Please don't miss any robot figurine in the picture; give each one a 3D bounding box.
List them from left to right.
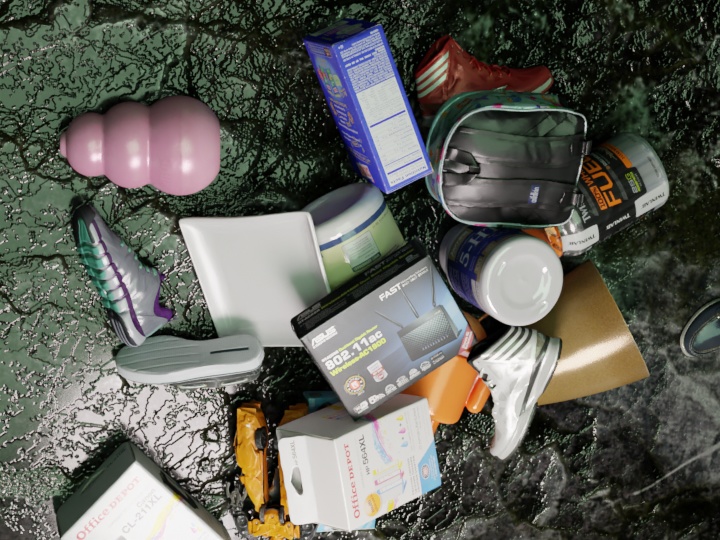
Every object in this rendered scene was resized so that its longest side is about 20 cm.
[{"bbox_3d":[-0.116,0.285,1.675,0.143,0.058,0.203,2,103,15],"label":"robot figurine"},{"bbox_3d":[0.108,0.136,1.705,0.116,0.143,0.202,18,97,-45],"label":"robot figurine"}]

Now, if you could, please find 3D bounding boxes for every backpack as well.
[{"bbox_3d":[0.182,-0.151,1.588,0.197,0.151,0.180,-3,116,-19],"label":"backpack"}]

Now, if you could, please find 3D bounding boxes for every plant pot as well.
[{"bbox_3d":[0.285,0.111,1.740,0.198,0.187,0.188,-27,109,7],"label":"plant pot"}]

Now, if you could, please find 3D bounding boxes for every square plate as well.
[{"bbox_3d":[-0.124,0.011,1.580,0.197,0.029,0.200,-1,120,27],"label":"square plate"}]

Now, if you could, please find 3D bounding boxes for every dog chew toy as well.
[{"bbox_3d":[-0.277,-0.158,1.516,0.197,0.125,0.126,-1,102,-10],"label":"dog chew toy"}]

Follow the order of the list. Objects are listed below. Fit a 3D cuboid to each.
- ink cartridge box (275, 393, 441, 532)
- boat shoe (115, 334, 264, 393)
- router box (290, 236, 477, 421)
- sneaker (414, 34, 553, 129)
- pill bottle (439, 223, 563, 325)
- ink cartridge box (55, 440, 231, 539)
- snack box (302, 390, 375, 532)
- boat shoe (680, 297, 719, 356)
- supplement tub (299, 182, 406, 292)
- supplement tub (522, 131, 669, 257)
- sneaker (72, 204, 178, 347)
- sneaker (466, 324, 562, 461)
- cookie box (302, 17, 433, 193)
[{"bbox_3d":[-0.011,0.254,1.603,0.199,0.124,0.130,-19,103,-41],"label":"ink cartridge box"},{"bbox_3d":[-0.227,0.134,1.616,0.197,0.073,0.071,-1,135,-3],"label":"boat shoe"},{"bbox_3d":[0.032,0.076,1.541,0.199,0.062,0.151,-33,118,0],"label":"router box"},{"bbox_3d":[0.167,-0.276,1.657,0.198,0.078,0.117,-21,109,-14],"label":"sneaker"},{"bbox_3d":[0.183,-0.005,1.653,0.118,0.200,0.122,-4,103,-17],"label":"pill bottle"},{"bbox_3d":[-0.293,0.357,1.637,0.146,0.083,0.200,-45,111,-4],"label":"ink cartridge box"},{"bbox_3d":[-0.030,0.273,1.730,0.115,0.037,0.203,0,102,-18],"label":"snack box"},{"bbox_3d":[0.592,0.078,1.880,0.198,0.062,0.076,-26,110,-11],"label":"boat shoe"},{"bbox_3d":[0.000,0.000,1.624,0.144,0.145,0.202,-30,109,-10],"label":"supplement tub"},{"bbox_3d":[0.329,-0.102,1.722,0.198,0.122,0.124,-30,109,-10],"label":"supplement tub"},{"bbox_3d":[-0.307,-0.005,1.573,0.087,0.074,0.202,-30,118,-27],"label":"sneaker"},{"bbox_3d":[0.191,0.160,1.660,0.114,0.076,0.203,21,113,2],"label":"sneaker"},{"bbox_3d":[0.008,-0.217,1.567,0.074,0.171,0.202,-24,109,-8],"label":"cookie box"}]
